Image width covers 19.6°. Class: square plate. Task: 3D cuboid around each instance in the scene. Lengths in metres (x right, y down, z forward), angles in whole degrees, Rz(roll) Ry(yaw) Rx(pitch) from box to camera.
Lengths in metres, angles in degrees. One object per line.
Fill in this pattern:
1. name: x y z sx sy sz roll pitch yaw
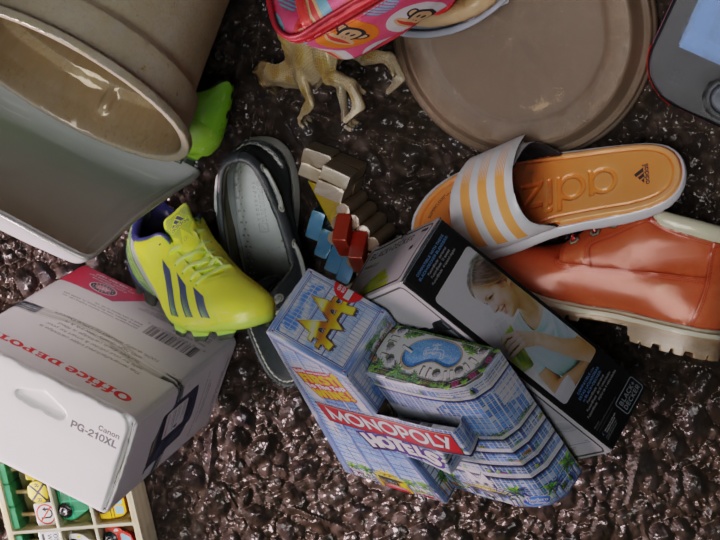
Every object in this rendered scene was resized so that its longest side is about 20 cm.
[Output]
1. square plate: -0.245 -0.075 1.559 0.197 0.200 0.029 25 117 11

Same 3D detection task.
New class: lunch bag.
1. lunch bag: -0.009 -0.252 1.427 0.176 0.082 0.201 -27 63 37

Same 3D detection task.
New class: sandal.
1. sandal: 0.126 -0.064 1.486 0.205 0.059 0.080 -14 58 18

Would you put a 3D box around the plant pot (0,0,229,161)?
1. plant pot: -0.169 -0.209 1.488 0.200 0.201 0.184 25 76 10

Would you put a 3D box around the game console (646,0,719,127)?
1. game console: 0.308 -0.179 1.435 0.176 0.031 0.201 27 112 9

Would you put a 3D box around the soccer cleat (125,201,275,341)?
1. soccer cleat: -0.125 -0.004 1.559 0.200 0.064 0.084 27 124 58

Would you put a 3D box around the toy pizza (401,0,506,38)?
1. toy pizza: 0.039 -0.265 1.477 0.199 0.032 0.202 4 99 29

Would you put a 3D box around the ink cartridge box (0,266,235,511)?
1. ink cartridge box: -0.203 0.085 1.580 0.144 0.200 0.085 24 111 11

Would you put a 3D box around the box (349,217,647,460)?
1. box: 0.093 0.055 1.499 0.200 0.060 0.117 39 157 -14

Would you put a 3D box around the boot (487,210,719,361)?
1. boot: 0.175 -0.010 1.514 0.199 0.075 0.108 14 97 14

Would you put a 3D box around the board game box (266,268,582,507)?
1. board game box: 0.030 0.089 1.492 0.199 0.062 0.200 12 151 42

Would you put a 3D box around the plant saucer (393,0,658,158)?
1. plant saucer: 0.114 -0.175 1.504 0.199 0.029 0.201 5 107 18

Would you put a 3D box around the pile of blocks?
1. pile of blocks: 0.000 0.000 1.572 0.082 0.062 0.201 -31 93 23

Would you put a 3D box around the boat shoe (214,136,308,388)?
1. boat shoe: -0.074 0.000 1.597 0.075 0.060 0.201 -9 102 21

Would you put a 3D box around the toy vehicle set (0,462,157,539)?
1. toy vehicle set: -0.227 0.239 1.734 0.124 0.027 0.201 -8 102 20

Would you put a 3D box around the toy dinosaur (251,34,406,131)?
1. toy dinosaur: -0.019 -0.160 1.498 0.101 0.058 0.200 52 135 4

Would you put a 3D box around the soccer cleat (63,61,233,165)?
1. soccer cleat: -0.189 -0.151 1.598 0.199 0.068 0.081 25 96 8
